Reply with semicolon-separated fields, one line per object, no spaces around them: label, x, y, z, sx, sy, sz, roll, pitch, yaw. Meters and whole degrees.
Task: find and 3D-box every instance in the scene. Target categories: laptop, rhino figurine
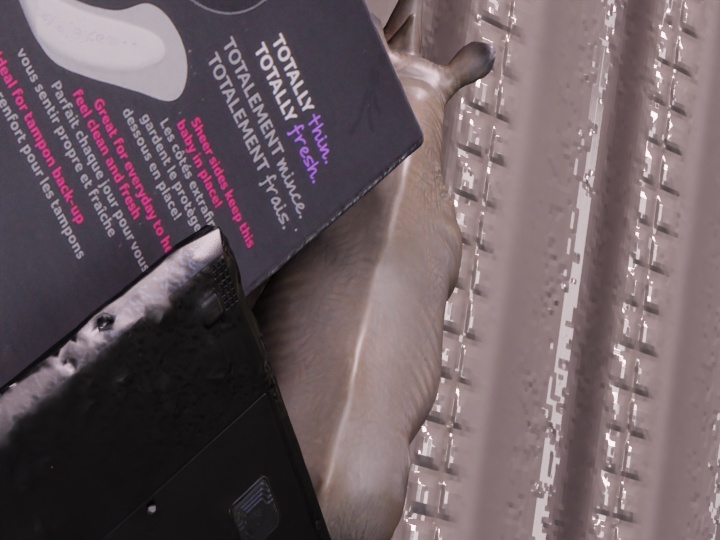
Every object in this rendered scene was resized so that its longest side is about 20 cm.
laptop;-0.093;0.113;0.551;0.177;0.103;0.201;-42;126;-37
rhino figurine;0.000;0.000;0.671;0.059;0.087;0.201;15;74;-4

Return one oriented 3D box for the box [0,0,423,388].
box;-0.098;-0.032;0.572;0.200;0.106;0.123;-41;116;-37
